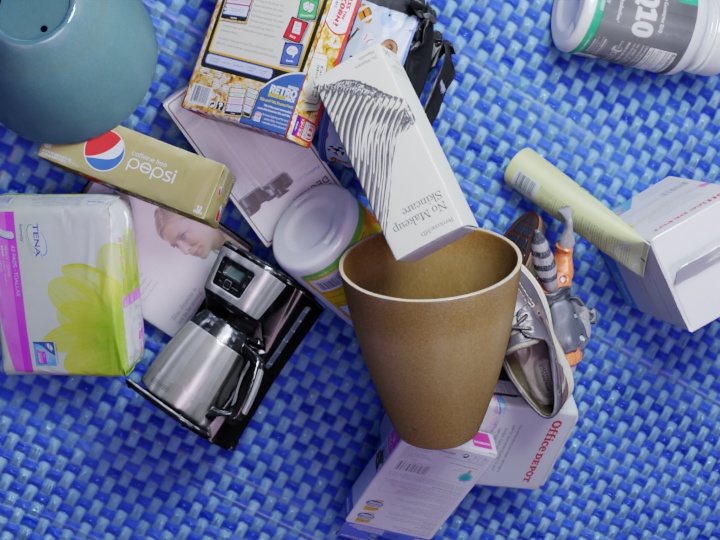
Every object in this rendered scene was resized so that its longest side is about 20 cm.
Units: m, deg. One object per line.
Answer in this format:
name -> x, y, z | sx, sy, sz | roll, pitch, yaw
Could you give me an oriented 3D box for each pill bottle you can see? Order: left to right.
pill bottle -> 0.000, 0.000, 1.324 | 0.111, 0.111, 0.200 | -49, 132, -1
pill bottle -> 0.335, -0.294, 1.372 | 0.199, 0.113, 0.114 | 9, 98, -14

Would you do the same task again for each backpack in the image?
backpack -> 0.009, -0.202, 1.280 | 0.153, 0.200, 0.192 | 12, 89, 13

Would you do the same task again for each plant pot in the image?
plant pot -> -0.318, -0.245, 1.190 | 0.198, 0.135, 0.202 | 0, 78, 2
plant pot -> 0.076, 0.078, 1.222 | 0.185, 0.187, 0.201 | -9, 116, -10

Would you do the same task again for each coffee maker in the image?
coffee maker -> -0.147, 0.087, 1.322 | 0.134, 0.192, 0.201 | 33, 82, 7

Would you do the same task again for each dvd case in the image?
dvd case -> -0.243, -0.026, 1.341 | 0.199, 0.018, 0.143 | 35, 92, -15

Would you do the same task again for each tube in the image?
tube -> 0.257, -0.069, 1.367 | 0.200, 0.058, 0.052 | 41, 115, 26

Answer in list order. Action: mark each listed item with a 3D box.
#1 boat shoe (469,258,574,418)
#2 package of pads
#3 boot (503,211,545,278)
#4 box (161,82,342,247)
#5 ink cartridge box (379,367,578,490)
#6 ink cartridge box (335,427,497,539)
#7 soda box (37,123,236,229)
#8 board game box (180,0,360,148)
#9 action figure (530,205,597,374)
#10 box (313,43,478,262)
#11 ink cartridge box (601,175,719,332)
boat shoe -> 0.177, 0.071, 1.280 | 0.072, 0.065, 0.201 | -21, 104, 19
package of pads -> -0.319, 0.016, 1.277 | 0.153, 0.068, 0.202 | 0, 107, 9
boot -> 0.201, 0.033, 1.432 | 0.096, 0.075, 0.201 | 18, 96, -32
box -> -0.121, -0.141, 1.326 | 0.116, 0.060, 0.201 | -36, 105, -4
ink cartridge box -> 0.138, 0.180, 1.397 | 0.199, 0.083, 0.146 | 8, 129, -14
ink cartridge box -> 0.061, 0.253, 1.370 | 0.119, 0.042, 0.201 | 16, 126, -20
soda box -> -0.240, -0.112, 1.263 | 0.199, 0.068, 0.064 | 20, 85, 7
board game box -> -0.090, -0.243, 1.215 | 0.046, 0.151, 0.201 | 19, 91, -58
action figure -> 0.192, 0.047, 1.335 | 0.199, 0.105, 0.195 | -22, 101, -15
box -> 0.035, -0.114, 1.150 | 0.082, 0.068, 0.201 | -28, 81, 15
ink cartridge box -> 0.385, -0.021, 1.384 | 0.128, 0.200, 0.126 | -29, 104, -6
